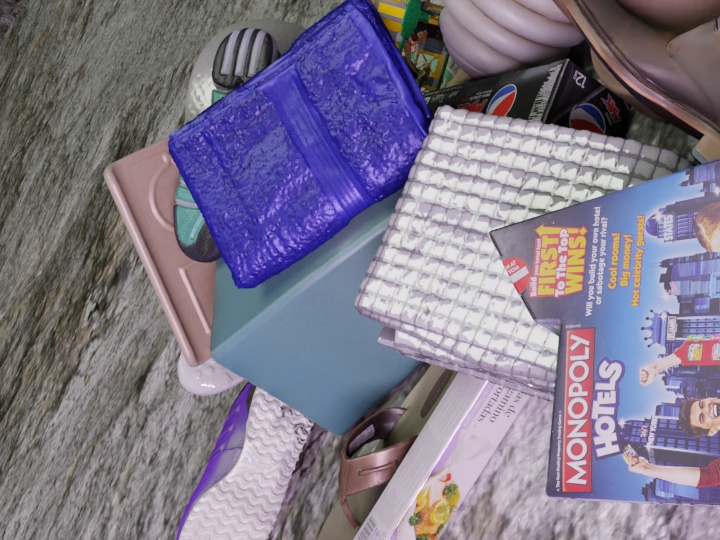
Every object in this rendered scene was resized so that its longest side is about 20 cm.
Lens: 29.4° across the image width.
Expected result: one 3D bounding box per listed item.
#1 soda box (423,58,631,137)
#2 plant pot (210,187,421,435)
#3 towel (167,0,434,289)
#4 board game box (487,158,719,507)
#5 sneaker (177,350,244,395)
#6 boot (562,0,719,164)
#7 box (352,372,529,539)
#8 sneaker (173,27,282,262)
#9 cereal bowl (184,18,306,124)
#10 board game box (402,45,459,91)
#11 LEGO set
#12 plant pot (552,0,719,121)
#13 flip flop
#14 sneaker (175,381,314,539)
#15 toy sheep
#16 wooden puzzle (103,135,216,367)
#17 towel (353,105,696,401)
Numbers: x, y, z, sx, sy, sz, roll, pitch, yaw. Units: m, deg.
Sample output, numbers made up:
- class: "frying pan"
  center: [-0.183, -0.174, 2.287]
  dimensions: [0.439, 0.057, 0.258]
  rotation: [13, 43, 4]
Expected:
- class: "soda box"
  center: [0.114, -0.107, 1.061]
  dimensions: [0.200, 0.071, 0.064]
  rotation: [0, 63, 61]
- class: "plant pot"
  center: [0.000, 0.000, 1.097]
  dimensions: [0.200, 0.141, 0.142]
  rotation: [-39, 32, 27]
- class: "towel"
  center: [-0.045, -0.096, 1.024]
  dimensions: [0.200, 0.049, 0.148]
  rotation: [-35, 71, 18]
- class: "board game box"
  center: [0.165, 0.030, 0.749]
  dimensions: [0.199, 0.062, 0.201]
  rotation: [-3, 71, 33]
- class: "sneaker"
  center: [-0.105, 0.056, 1.265]
  dimensions: [0.200, 0.076, 0.081]
  rotation: [-48, -3, -43]
- class: "boot"
  center: [0.212, -0.130, 0.835]
  dimensions: [0.097, 0.075, 0.200]
  rotation: [-44, 70, 12]
- class: "box"
  center: [0.063, 0.125, 0.954]
  dimensions: [0.201, 0.039, 0.041]
  rotation: [-59, 27, 5]
- class: "sneaker"
  center: [-0.095, -0.098, 1.160]
  dimensions: [0.074, 0.087, 0.201]
  rotation: [13, 84, 24]
- class: "cereal bowl"
  center: [-0.070, -0.144, 1.317]
  dimensions: [0.083, 0.200, 0.201]
  rotation: [1, 63, 38]
- class: "board game box"
  center: [0.062, -0.166, 1.269]
  dimensions: [0.200, 0.029, 0.135]
  rotation: [-21, 46, 54]
- class: "LEGO set"
  center: [-0.004, -0.177, 1.138]
  dimensions: [0.200, 0.115, 0.155]
  rotation: [-30, -43, -66]
- class: "plant pot"
  center: [0.192, -0.229, 0.925]
  dimensions: [0.200, 0.174, 0.201]
  rotation: [-43, 29, 32]
- class: "flip flop"
  center: [0.020, 0.131, 1.007]
  dimensions: [0.201, 0.057, 0.081]
  rotation: [-57, 25, 7]
- class: "sneaker"
  center: [-0.099, 0.167, 1.192]
  dimensions: [0.201, 0.069, 0.099]
  rotation: [-61, 15, -1]
- class: "toy sheep"
  center: [0.125, -0.217, 1.098]
  dimensions: [0.138, 0.137, 0.201]
  rotation: [-99, 30, -53]
- class: "wooden puzzle"
  center: [-0.120, -0.038, 1.204]
  dimensions: [0.200, 0.186, 0.046]
  rotation: [-32, 15, -38]
- class: "towel"
  center: [0.111, -0.005, 0.891]
  dimensions: [0.199, 0.086, 0.166]
  rotation: [15, 77, 37]
